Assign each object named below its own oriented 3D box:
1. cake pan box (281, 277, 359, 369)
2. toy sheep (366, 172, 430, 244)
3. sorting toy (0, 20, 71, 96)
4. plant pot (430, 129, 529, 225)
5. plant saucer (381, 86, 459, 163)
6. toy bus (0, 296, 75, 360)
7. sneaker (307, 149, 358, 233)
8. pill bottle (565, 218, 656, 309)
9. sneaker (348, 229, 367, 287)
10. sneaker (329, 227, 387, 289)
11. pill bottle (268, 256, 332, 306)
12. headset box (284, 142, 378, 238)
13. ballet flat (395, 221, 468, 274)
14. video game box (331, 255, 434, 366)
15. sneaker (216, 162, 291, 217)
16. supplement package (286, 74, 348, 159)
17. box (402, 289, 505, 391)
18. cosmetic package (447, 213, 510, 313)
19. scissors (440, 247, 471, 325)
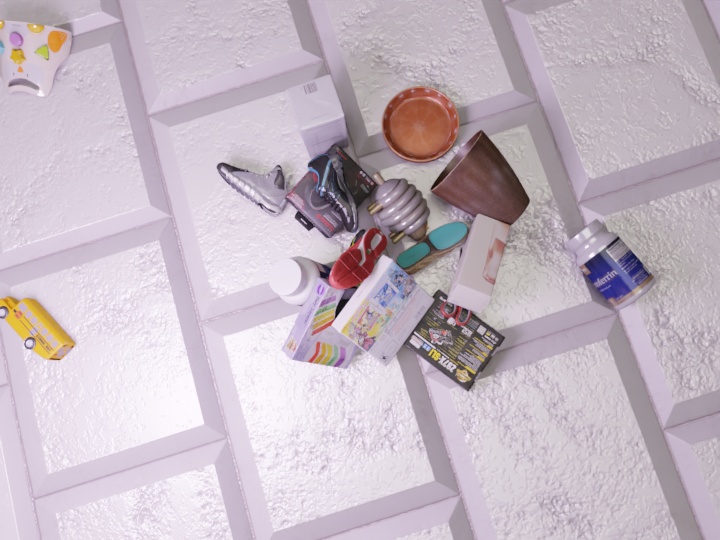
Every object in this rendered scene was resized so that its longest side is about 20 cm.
[{"bbox_3d":[-0.061,0.122,1.426,0.052,0.184,0.201,36,101,42],"label":"cake pan box"},{"bbox_3d":[0.093,-0.154,1.507,0.138,0.138,0.200,-42,110,-5],"label":"toy sheep"},{"bbox_3d":[-0.889,-0.560,1.652,0.198,0.107,0.182,6,100,4],"label":"sorting toy"},{"bbox_3d":[0.302,-0.200,1.496,0.200,0.187,0.187,40,84,-6],"label":"plant pot"},{"bbox_3d":[0.153,-0.371,1.591,0.198,0.032,0.202,-1,80,3],"label":"plant saucer"},{"bbox_3d":[-0.805,0.137,1.533,0.200,0.065,0.078,44,85,9],"label":"toy bus"},{"bbox_3d":[-0.061,-0.178,1.462,0.081,0.073,0.202,-20,89,-7],"label":"sneaker"},{"bbox_3d":[0.587,-0.017,1.469,0.115,0.116,0.200,-38,80,-4],"label":"pill bottle"},{"bbox_3d":[0.000,0.000,1.524,0.076,0.075,0.202,11,87,-11],"label":"sneaker"},{"bbox_3d":[-0.021,-0.006,1.412,0.078,0.115,0.200,48,50,-1],"label":"sneaker"},{"bbox_3d":[-0.129,0.028,1.442,0.110,0.200,0.112,-4,80,21],"label":"pill bottle"},{"bbox_3d":[-0.080,-0.187,1.528,0.149,0.075,0.200,44,84,-13],"label":"headset box"},{"bbox_3d":[0.175,-0.053,1.520,0.199,0.065,0.071,-27,64,-2],"label":"ballet flat"},{"bbox_3d":[0.055,0.096,1.427,0.201,0.182,0.047,-53,40,-6],"label":"video game box"},{"bbox_3d":[-0.258,-0.235,1.573,0.199,0.075,0.116,37,79,-2],"label":"sneaker"},{"bbox_3d":[-0.100,-0.369,1.517,0.113,0.200,0.110,-18,81,-1],"label":"supplement package"},{"bbox_3d":[0.221,0.166,1.489,0.199,0.049,0.160,35,86,8],"label":"box"},{"bbox_3d":[0.279,-0.017,1.461,0.087,0.104,0.201,21,65,3],"label":"cosmetic package"},{"bbox_3d":[0.247,0.038,1.495,0.073,0.014,0.201,20,62,3],"label":"scissors"}]
